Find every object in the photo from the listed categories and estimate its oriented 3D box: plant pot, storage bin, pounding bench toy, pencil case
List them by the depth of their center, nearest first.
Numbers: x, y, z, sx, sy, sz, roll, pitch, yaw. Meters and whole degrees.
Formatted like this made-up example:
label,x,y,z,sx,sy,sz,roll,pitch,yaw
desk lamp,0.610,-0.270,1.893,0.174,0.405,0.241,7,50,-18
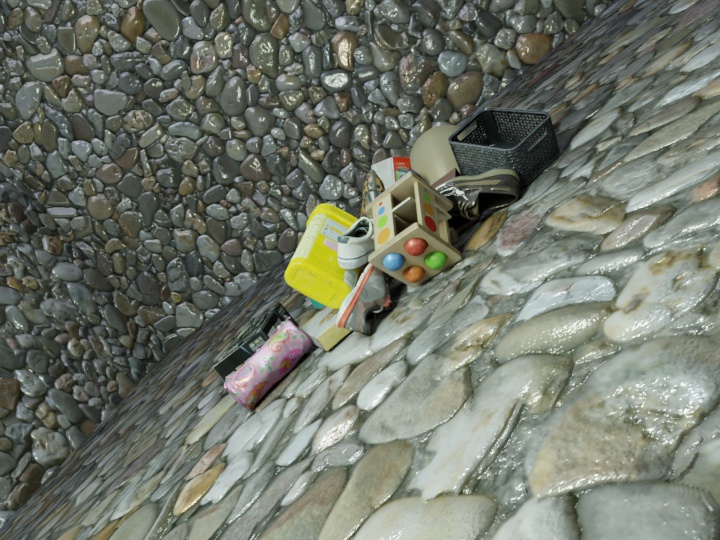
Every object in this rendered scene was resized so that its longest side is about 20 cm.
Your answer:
label,x,y,z,sx,sy,sz,roll,pitch,yaw
pounding bench toy,0.123,-0.052,1.060,0.124,0.199,0.157,-34,43,34
pencil case,-0.190,0.193,1.162,0.200,0.088,0.087,-46,12,-19
storage bin,0.302,-0.265,1.187,0.135,0.094,0.199,-41,36,-16
plant pot,0.218,-0.234,1.371,0.186,0.187,0.201,-34,26,21

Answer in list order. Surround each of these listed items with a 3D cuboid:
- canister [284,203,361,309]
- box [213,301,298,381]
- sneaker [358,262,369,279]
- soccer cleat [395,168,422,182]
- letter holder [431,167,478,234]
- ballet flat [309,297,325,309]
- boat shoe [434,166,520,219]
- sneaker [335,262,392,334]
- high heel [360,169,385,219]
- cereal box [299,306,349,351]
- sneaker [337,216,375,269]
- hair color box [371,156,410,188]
label,x,y,z,sx,sy,sz,roll,pitch,yaw
canister,-0.062,-0.031,1.152,0.087,0.147,0.201,-55,10,40
box,-0.261,0.190,1.424,0.163,0.086,0.200,-36,11,13
sneaker,0.000,0.000,1.288,0.197,0.075,0.087,-13,3,11
soccer cleat,0.124,-0.168,1.366,0.065,0.201,0.083,-39,53,-20
letter holder,0.155,-0.113,1.234,0.199,0.101,0.142,-34,13,23
ballet flat,-0.072,0.059,1.412,0.073,0.073,0.200,-43,5,-22
boat shoe,0.219,-0.144,1.110,0.198,0.075,0.074,-18,46,20
sneaker,0.027,0.052,1.068,0.201,0.081,0.077,-55,-13,-39
high heel,0.029,-0.161,1.361,0.070,0.145,0.200,-5,0,-7
cereal box,-0.051,0.102,1.195,0.143,0.040,0.200,-40,10,-15
sneaker,0.023,-0.072,1.115,0.072,0.072,0.200,12,31,28
hair color box,0.087,-0.188,1.471,0.061,0.203,0.101,-4,-1,-33
